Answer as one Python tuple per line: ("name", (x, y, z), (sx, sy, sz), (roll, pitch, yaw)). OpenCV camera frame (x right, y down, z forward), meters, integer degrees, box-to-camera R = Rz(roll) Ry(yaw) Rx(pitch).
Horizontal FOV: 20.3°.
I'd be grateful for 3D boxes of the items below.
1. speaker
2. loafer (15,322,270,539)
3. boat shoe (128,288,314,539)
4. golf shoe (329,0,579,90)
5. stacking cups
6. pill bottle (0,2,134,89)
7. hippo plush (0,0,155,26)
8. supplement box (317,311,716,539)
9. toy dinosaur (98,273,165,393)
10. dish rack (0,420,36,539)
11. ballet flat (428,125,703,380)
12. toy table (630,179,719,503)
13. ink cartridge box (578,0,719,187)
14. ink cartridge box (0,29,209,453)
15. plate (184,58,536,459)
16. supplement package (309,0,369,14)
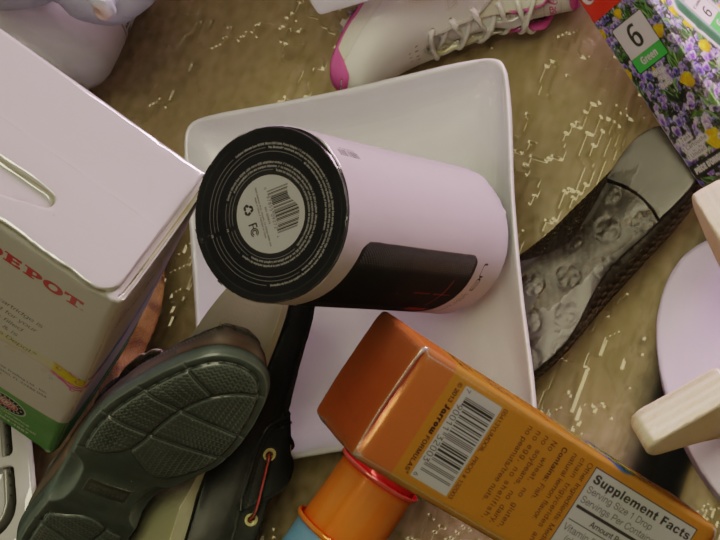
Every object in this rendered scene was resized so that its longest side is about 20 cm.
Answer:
("speaker", (0.002, -0.021, 0.974), (0.080, 0.200, 0.082), (-1, 87, 24))
("loafer", (-0.116, 0.081, 1.029), (0.200, 0.071, 0.063), (-45, 31, 33))
("boat shoe", (-0.069, 0.092, 1.069), (0.073, 0.063, 0.203), (23, 92, 57))
("golf shoe", (0.069, -0.162, 1.147), (0.200, 0.075, 0.091), (-45, 74, -5))
("stacking cups", (-0.022, 0.154, 1.044), (0.060, 0.060, 0.201), (36, 92, 19))
("pill bottle", (-0.184, -0.166, 1.169), (0.113, 0.114, 0.202), (18, 75, 15))
("hippo plush", (-0.145, -0.217, 1.075), (0.198, 0.159, 0.163), (1, 109, 5))
("supplement box", (0.079, 0.101, 0.996), (0.199, 0.067, 0.069), (34, 92, -24))
("toy dinosaur", (-0.137, 0.028, 1.114), (0.105, 0.060, 0.202), (11, 68, -13))
("dish rack", (-0.276, 0.094, 1.137), (0.198, 0.044, 0.173), (-11, 71, 6))
("ballet flat", (0.114, 0.001, 1.103), (0.200, 0.046, 0.067), (-46, 70, -2))
("toy table", (0.225, 0.054, 1.023), (0.183, 0.117, 0.200), (-39, 69, -5))
("ink cartridge box", (0.176, -0.158, 1.085), (0.109, 0.050, 0.201), (-32, 88, -33))
("ink cartridge box", (-0.171, -0.014, 0.974), (0.145, 0.200, 0.088), (34, 61, 0))
("plate", (0.000, 0.000, 1.099), (0.198, 0.032, 0.202), (-9, 78, 23))
("supplement package", (0.018, -0.259, 1.113), (0.116, 0.118, 0.201), (-11, 43, 25))
